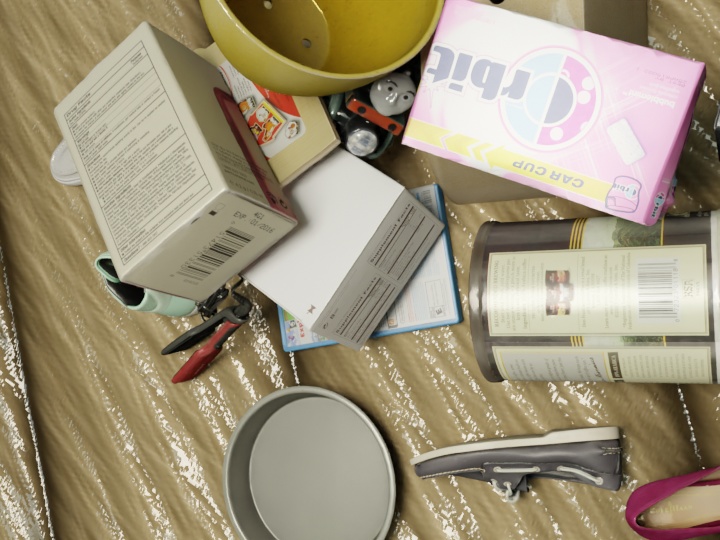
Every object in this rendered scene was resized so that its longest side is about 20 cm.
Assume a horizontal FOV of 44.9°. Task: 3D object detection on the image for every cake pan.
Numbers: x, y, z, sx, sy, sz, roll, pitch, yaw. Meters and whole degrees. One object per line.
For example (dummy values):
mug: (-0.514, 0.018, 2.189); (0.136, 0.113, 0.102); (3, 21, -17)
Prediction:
cake pan: (-0.051, 0.220, 0.912); (0.200, 0.037, 0.201); (-2, 86, 23)

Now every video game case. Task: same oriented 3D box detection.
video game case: (0.000, 0.000, 0.914); (0.200, 0.018, 0.143); (-11, 83, 22)

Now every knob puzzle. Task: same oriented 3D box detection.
knob puzzle: (-0.124, -0.134, 0.840); (0.219, 0.030, 0.220); (-7, 75, 28)

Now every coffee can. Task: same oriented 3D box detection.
coffee can: (0.209, 0.025, 0.752); (0.200, 0.146, 0.147); (-2, 86, 23)

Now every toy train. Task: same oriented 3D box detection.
toy train: (0.011, -0.194, 0.839); (0.114, 0.085, 0.200); (-51, 25, 33)

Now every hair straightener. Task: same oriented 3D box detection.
hair straightener: (-0.169, 0.050, 0.925); (0.200, 0.041, 0.077); (-45, 66, 50)

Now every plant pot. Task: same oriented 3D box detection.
plant pot: (0.146, -0.174, 0.774); (0.200, 0.177, 0.200); (-2, 86, 22)
plant pot: (-0.050, -0.225, 0.719); (0.142, 0.200, 0.201); (153, 108, -65)

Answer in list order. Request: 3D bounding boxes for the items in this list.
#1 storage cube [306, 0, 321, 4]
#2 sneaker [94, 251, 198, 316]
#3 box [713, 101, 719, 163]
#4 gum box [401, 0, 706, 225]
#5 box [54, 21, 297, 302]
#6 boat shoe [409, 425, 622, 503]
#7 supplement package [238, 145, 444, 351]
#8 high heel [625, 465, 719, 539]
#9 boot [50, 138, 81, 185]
storage cube: (-0.023, -0.364, 0.817); (0.171, 0.200, 0.180); (-19, 39, 21)
sneaker: (-0.253, -0.040, 0.970); (0.074, 0.118, 0.201); (-37, 73, 19)
box: (0.383, -0.130, 0.657); (0.196, 0.200, 0.124); (14, 94, 24)
gum box: (0.145, -0.116, 0.640); (0.200, 0.066, 0.114); (21, 102, 19)
box: (-0.166, -0.093, 0.773); (0.128, 0.109, 0.200); (-37, 62, 18)
boat shoe: (0.143, 0.186, 0.813); (0.200, 0.073, 0.063); (-11, 80, 18)
supplement package: (-0.051, -0.046, 0.862); (0.200, 0.111, 0.156); (35, 92, 29)
high heel: (0.323, 0.188, 0.721); (0.200, 0.096, 0.068); (-22, 79, 21)
boot: (-0.309, -0.167, 1.013); (0.200, 0.096, 0.074); (-30, 76, 19)
